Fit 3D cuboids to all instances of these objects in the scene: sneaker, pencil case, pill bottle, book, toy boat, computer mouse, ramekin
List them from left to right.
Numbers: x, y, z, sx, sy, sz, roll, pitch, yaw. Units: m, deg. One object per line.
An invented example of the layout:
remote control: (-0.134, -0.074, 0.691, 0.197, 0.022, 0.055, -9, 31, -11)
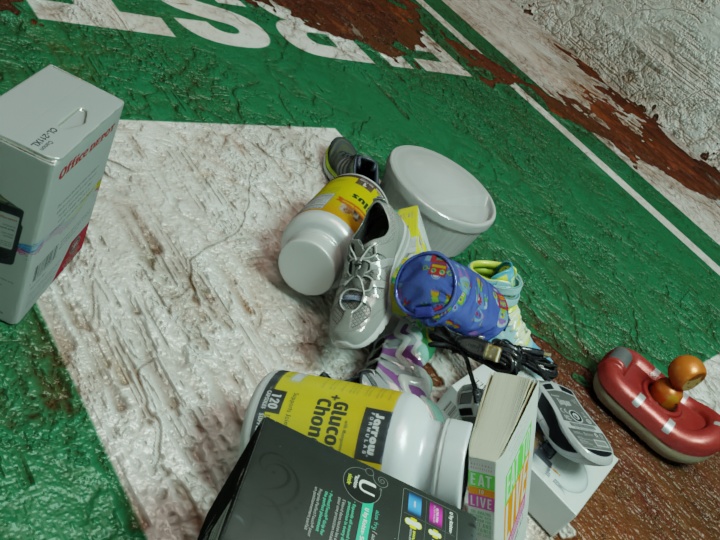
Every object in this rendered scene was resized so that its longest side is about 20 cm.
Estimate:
pill bottle: (-0.036, -0.048, 0.951, 0.109, 0.110, 0.200, 32, 34, 1)
sneaker: (-0.006, -0.159, 1.141, 0.073, 0.081, 0.201, 11, 39, -29)
pill bottle: (-0.001, 0.161, 0.648, 0.198, 0.113, 0.112, 8, 31, 15)
sneaker: (0.000, 0.000, 0.840, 0.074, 0.082, 0.201, -2, 51, 25)
sneaker: (0.011, 0.120, 0.805, 0.139, 0.078, 0.201, 12, 38, -28)
ramekin: (0.115, -0.107, 1.159, 0.201, 0.095, 0.203, 21, 34, -15)
pencil case: (0.116, 0.039, 0.862, 0.200, 0.077, 0.088, 25, 61, -57)
computer mouse: (0.141, 0.155, 0.772, 0.109, 0.202, 0.044, 6, 29, 45)
book: (0.130, 0.220, 0.678, 0.048, 0.202, 0.134, 7, 27, 23)
sneaker: (0.208, 0.066, 0.981, 0.199, 0.131, 0.080, 34, 31, 3)
computer mouse: (0.232, 0.167, 0.866, 0.109, 0.044, 0.201, 18, 30, -30)
toy boat: (0.452, 0.177, 1.034, 0.200, 0.131, 0.130, 42, 36, 16)

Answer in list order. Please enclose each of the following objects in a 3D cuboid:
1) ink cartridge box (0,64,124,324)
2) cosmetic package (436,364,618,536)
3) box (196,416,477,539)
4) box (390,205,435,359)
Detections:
ink cartridge box: (-0.315, -0.074, 0.681, 0.082, 0.201, 0.146, 26, 34, -8)
cosmetic package: (0.207, 0.204, 0.880, 0.200, 0.052, 0.150, 45, 33, 19)
box: (-0.028, 0.241, 0.556, 0.199, 0.149, 0.125, 27, 34, -8)
box: (0.070, 0.016, 0.954, 0.048, 0.118, 0.201, -13, 34, 12)
